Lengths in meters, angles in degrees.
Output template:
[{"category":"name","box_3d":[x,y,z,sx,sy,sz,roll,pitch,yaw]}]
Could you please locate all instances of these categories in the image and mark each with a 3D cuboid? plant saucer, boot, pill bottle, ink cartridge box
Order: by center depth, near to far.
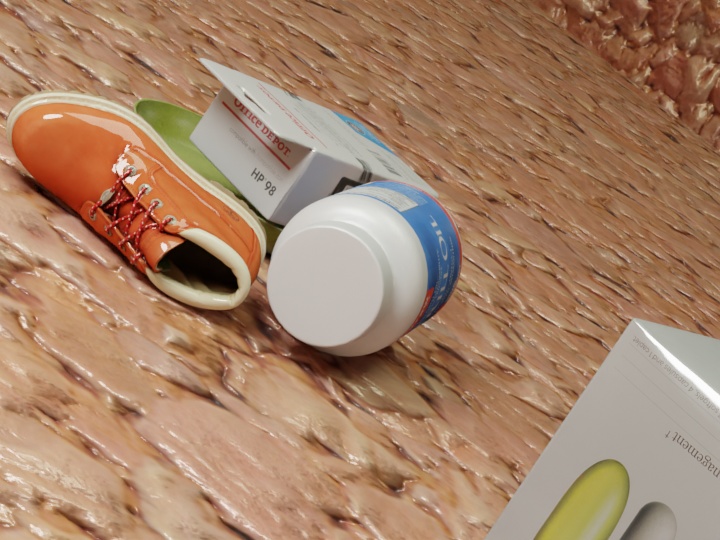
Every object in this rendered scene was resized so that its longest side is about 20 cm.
[{"category":"boot","box_3d":[-0.149,-0.046,1.615,0.199,0.075,0.107,32,18,-11]},{"category":"pill bottle","box_3d":[0.000,0.000,1.708,0.112,0.113,0.200,35,15,7]},{"category":"ink cartridge box","box_3d":[-0.047,-0.082,1.847,0.199,0.067,0.116,18,21,-50]},{"category":"plant saucer","box_3d":[-0.096,-0.063,1.877,0.199,0.031,0.200,33,13,-9]}]

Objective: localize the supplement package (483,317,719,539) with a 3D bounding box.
[{"category":"supplement package","box_3d":[0.196,0.169,1.384,0.191,0.201,0.147,42,16,34]}]
